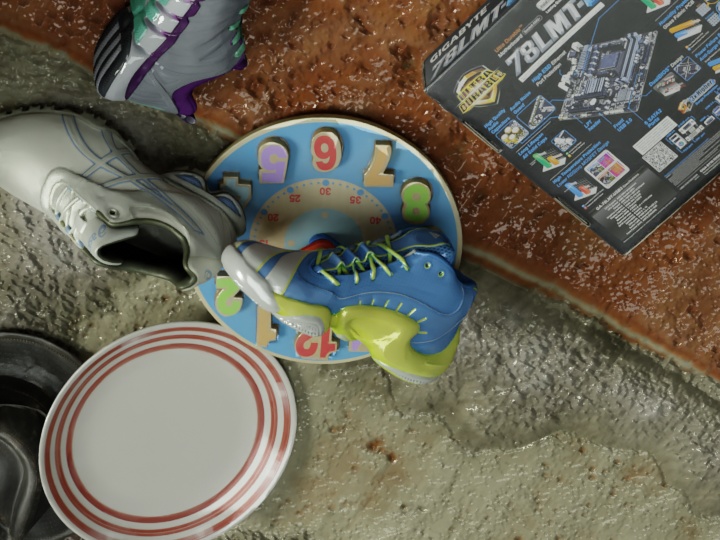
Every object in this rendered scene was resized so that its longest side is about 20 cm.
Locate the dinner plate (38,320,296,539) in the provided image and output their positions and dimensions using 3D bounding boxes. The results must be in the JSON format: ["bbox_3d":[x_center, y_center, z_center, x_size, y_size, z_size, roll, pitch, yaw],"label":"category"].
[{"bbox_3d":[-0.145,0.124,1.595,0.200,0.024,0.201,-9,117,-19],"label":"dinner plate"}]

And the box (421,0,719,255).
[{"bbox_3d":[0.179,-0.136,1.443,0.198,0.050,0.200,37,116,-21],"label":"box"}]

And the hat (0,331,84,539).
[{"bbox_3d":[-0.268,0.148,1.602,0.200,0.081,0.201,-1,123,-1],"label":"hat"}]

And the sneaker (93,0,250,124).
[{"bbox_3d":[-0.096,-0.181,1.410,0.087,0.075,0.200,21,130,-29],"label":"sneaker"}]

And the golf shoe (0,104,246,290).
[{"bbox_3d":[-0.180,-0.048,1.459,0.200,0.097,0.078,21,121,3],"label":"golf shoe"}]

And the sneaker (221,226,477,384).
[{"bbox_3d":[0.000,0.000,1.477,0.200,0.076,0.105,27,102,-37],"label":"sneaker"}]

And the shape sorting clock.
[{"bbox_3d":[-0.027,-0.019,1.522,0.200,0.039,0.200,0,123,-1],"label":"shape sorting clock"}]
